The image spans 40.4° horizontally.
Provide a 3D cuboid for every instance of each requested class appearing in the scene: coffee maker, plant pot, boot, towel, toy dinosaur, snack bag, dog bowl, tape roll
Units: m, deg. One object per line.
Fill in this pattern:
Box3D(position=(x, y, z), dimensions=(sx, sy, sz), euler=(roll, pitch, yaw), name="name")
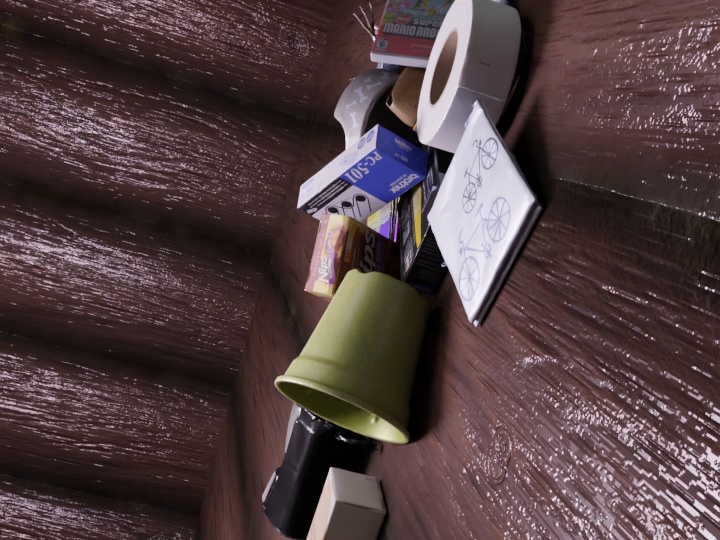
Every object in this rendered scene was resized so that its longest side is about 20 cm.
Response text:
Box3D(position=(-0.070, 0.313, 1.525), dimensions=(0.192, 0.132, 0.204), euler=(-125, 50, -74), name="coffee maker")
Box3D(position=(0.008, 0.109, 1.331), dimensions=(0.187, 0.197, 0.200), euler=(-66, 9, -18), name="plant pot")
Box3D(position=(0.104, -0.294, 1.449), dimensions=(0.202, 0.075, 0.074), euler=(-59, 0, -34), name="boot")
Box3D(position=(0.032, -0.067, 1.685), dimensions=(0.143, 0.022, 0.205), euler=(165, 112, -70), name="towel")
Box3D(position=(0.059, -0.346, 1.564), dimensions=(0.181, 0.200, 0.106), euler=(-38, 16, 23), name="toy dinosaur")
Box3D(position=(0.140, -0.069, 1.162), dimensions=(0.202, 0.021, 0.191), euler=(-110, 32, -45), name="snack bag")
Box3D(position=(0.045, -0.204, 1.498), dimensions=(0.058, 0.198, 0.205), euler=(13, 88, 44), name="dog bowl")
Box3D(position=(0.139, -0.256, 1.287), dimensions=(0.202, 0.069, 0.207), euler=(-165, 89, -78), name="tape roll")

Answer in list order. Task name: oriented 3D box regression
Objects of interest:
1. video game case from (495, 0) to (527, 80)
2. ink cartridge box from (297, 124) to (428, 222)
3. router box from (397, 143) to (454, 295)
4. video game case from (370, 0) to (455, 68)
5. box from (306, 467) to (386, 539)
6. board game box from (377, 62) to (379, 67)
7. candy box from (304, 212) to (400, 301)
Box3D(position=(0.181, -0.291, 1.340), dimensions=(0.202, 0.019, 0.144), euler=(-90, 18, -48), name="video game case")
Box3D(position=(0.000, -0.128, 1.414), dimensions=(0.199, 0.093, 0.045), euler=(-32, 41, 46), name="ink cartridge box")
Box3D(position=(0.102, -0.091, 1.387), dimensions=(0.202, 0.051, 0.159), euler=(-90, 18, -50), name="router box")
Box3D(position=(0.104, -0.383, 1.467), dimensions=(0.018, 0.140, 0.203), euler=(81, -159, -56), name="video game case")
Box3D(position=(-0.033, 0.394, 1.384), dimensions=(0.095, 0.076, 0.204), euler=(-109, 35, -71), name="box")
Box3D(position=(0.099, -0.372, 1.641), dimensions=(0.200, 0.063, 0.150), euler=(-50, 25, 44), name="board game box")
Box3D(position=(0.000, 0.000, 1.470), dimensions=(0.056, 0.199, 0.119), euler=(8, 80, 33), name="candy box")
